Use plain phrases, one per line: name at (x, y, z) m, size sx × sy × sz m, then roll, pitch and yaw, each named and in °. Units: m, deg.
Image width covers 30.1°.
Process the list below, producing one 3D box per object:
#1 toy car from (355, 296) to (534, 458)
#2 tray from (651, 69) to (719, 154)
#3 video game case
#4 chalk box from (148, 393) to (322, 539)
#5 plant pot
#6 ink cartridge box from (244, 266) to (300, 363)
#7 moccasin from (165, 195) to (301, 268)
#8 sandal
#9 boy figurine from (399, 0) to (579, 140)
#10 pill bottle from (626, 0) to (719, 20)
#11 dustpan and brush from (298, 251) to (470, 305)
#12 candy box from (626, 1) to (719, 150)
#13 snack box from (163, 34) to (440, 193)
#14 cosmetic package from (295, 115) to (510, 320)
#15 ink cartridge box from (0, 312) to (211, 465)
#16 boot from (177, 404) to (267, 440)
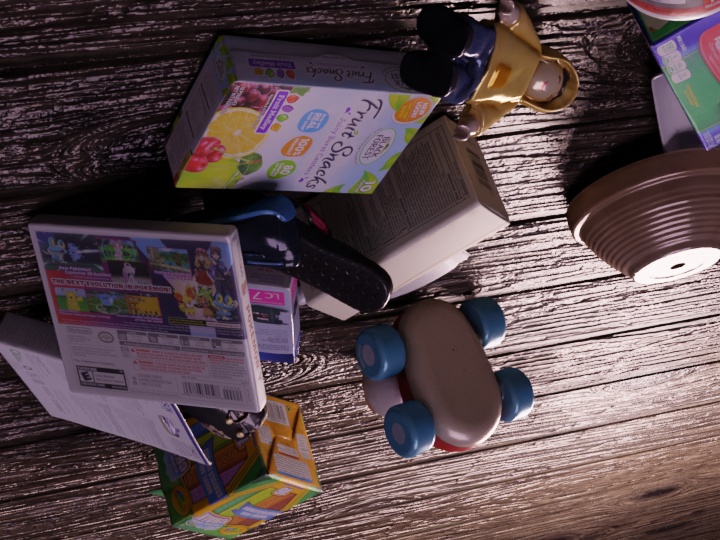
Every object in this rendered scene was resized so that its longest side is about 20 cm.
toy car at (0.067, 0.143, 1.594) m, size 0.183 × 0.178 × 0.200 m, roll -14°, pitch 167°, yaw -33°
tray at (0.346, -0.169, 1.343) m, size 0.106 × 0.022 × 0.200 m, roll -22°, pitch 152°, yaw 8°
video game case at (-0.189, 0.038, 1.198) m, size 0.198 × 0.023 × 0.184 m, roll 4°, pitch 121°, yaw 19°
chalk box at (-0.171, 0.251, 1.666) m, size 0.199 × 0.125 × 0.124 m, roll -32°, pitch 149°, yaw 23°
plant pot at (0.329, -0.046, 1.445) m, size 0.199 × 0.094 × 0.201 m, roll -11°, pitch 161°, yaw -4°
ink cartridge box at (-0.123, 0.045, 1.377) m, size 0.118 × 0.042 × 0.201 m, roll 7°, pitch 153°, yaw 3°
moccasin at (-0.139, -0.015, 1.197) m, size 0.199 × 0.069 × 0.080 m, roll -7°, pitch -161°, yaw 40°
sandal at (-0.057, -0.029, 1.235) m, size 0.199 × 0.045 × 0.075 m, roll 30°, pitch 137°, yaw -3°
boy figurine at (0.114, -0.166, 1.133) m, size 0.199 × 0.064 × 0.125 m, roll 6°, pitch 111°, yaw -52°
pill bottle at (0.232, -0.283, 0.970) m, size 0.115 × 0.117 × 0.200 m, roll -21°, pitch 152°, yaw 5°
dustpan and brush at (0.000, 0.000, 1.413) m, size 0.199 × 0.058 × 0.139 m, roll -36°, pitch 148°, yaw 16°
candy box at (0.358, -0.220, 1.179) m, size 0.199 × 0.078 × 0.169 m, roll -30°, pitch 140°, yaw 15°
snack box at (-0.050, -0.128, 1.141) m, size 0.198 × 0.053 × 0.142 m, roll 0°, pitch 148°, yaw -32°
cosmetic package at (0.031, -0.047, 1.281) m, size 0.199 × 0.104 × 0.073 m, roll -30°, pitch 152°, yaw 23°
ink cartridge box at (-0.253, 0.123, 1.369) m, size 0.198 × 0.041 × 0.200 m, roll 16°, pitch 155°, yaw 13°
boot at (-0.150, 0.114, 1.381) m, size 0.199 × 0.074 × 0.151 m, roll -5°, pitch 143°, yaw 43°
